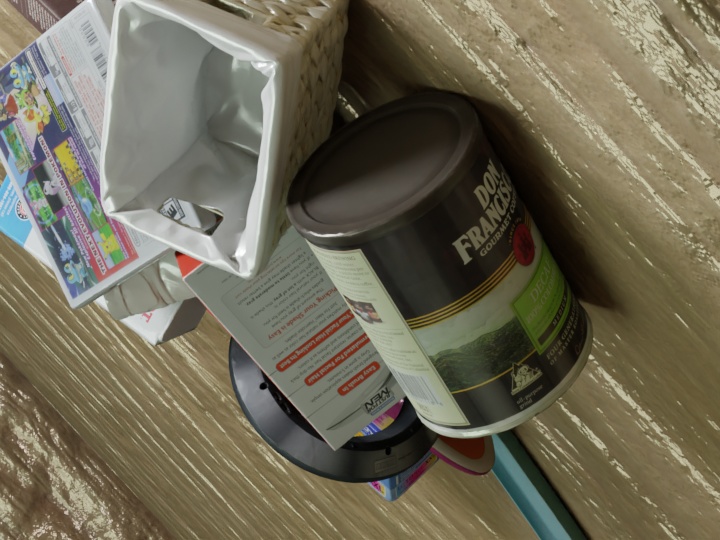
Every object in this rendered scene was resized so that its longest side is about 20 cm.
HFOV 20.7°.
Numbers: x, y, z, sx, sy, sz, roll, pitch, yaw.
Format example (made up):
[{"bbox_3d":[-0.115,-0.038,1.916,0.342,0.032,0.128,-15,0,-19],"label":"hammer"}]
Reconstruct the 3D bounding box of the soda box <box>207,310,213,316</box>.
[{"bbox_3d":[-0.191,-0.050,1.985,0.200,0.063,0.070,45,162,3],"label":"soda box"}]

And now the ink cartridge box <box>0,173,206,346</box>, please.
[{"bbox_3d":[-0.204,-0.053,1.717,0.200,0.145,0.084,36,-160,13],"label":"ink cartridge box"}]

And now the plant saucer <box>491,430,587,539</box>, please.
[{"bbox_3d":[0.150,0.194,1.808,0.200,0.019,0.070,54,160,-24],"label":"plant saucer"}]

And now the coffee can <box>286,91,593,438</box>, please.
[{"bbox_3d":[0.058,-0.003,1.381,0.146,0.146,0.200,22,150,53],"label":"coffee can"}]

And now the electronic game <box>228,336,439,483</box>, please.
[{"bbox_3d":[-0.017,0.088,1.676,0.200,0.200,0.042,44,141,7],"label":"electronic game"}]

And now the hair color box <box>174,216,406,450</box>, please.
[{"bbox_3d":[-0.041,0.032,1.549,0.200,0.111,0.064,51,-174,-24],"label":"hair color box"}]

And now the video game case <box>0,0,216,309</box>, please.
[{"bbox_3d":[-0.214,-0.091,1.558,0.182,0.023,0.201,-29,86,42],"label":"video game case"}]

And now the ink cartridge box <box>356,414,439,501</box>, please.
[{"bbox_3d":[0.004,0.124,1.900,0.136,0.076,0.200,40,160,20],"label":"ink cartridge box"}]

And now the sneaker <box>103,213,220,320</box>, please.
[{"bbox_3d":[-0.169,-0.069,1.625,0.074,0.115,0.201,-21,-81,-80],"label":"sneaker"}]

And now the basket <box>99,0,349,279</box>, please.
[{"bbox_3d":[-0.093,-0.120,1.386,0.135,0.123,0.200,24,133,15],"label":"basket"}]

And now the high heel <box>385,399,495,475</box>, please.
[{"bbox_3d":[0.040,0.113,1.767,0.200,0.067,0.096,50,155,8],"label":"high heel"}]

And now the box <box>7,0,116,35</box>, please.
[{"bbox_3d":[-0.207,-0.218,1.598,0.200,0.100,0.075,44,162,10],"label":"box"}]
